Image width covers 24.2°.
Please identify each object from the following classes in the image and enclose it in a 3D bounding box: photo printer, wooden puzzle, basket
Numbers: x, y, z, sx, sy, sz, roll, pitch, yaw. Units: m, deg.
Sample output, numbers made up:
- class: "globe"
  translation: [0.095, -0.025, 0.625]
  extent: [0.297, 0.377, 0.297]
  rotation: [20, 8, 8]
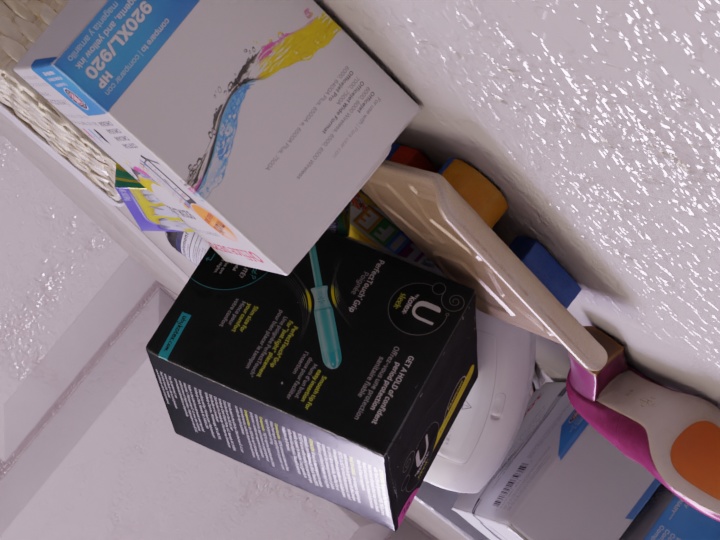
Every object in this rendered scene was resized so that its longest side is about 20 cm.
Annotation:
- class: "photo printer"
  translation: [0.041, 0.078, 1.353]
  extent: [0.198, 0.168, 0.069]
  rotation: [20, -162, 18]
- class: "wooden puzzle"
  translation: [0.079, -0.024, 1.169]
  extent: [0.185, 0.046, 0.200]
  rotation: [45, 174, -26]
- class: "basket"
  translation: [-0.239, -0.173, 1.436]
  extent: [0.200, 0.136, 0.123]
  rotation: [40, 169, -1]

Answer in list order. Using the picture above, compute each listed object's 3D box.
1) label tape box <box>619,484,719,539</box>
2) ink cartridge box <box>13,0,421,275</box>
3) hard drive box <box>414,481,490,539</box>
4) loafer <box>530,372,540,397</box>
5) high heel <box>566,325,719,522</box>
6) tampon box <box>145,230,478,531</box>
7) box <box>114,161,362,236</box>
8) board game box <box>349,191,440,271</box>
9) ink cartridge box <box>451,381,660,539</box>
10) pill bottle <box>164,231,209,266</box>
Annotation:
- class: "label tape box"
  translation: [0.241, 0.219, 1.338]
  extent: [0.066, 0.144, 0.200]
  rotation: [39, 171, -5]
- class: "ink cartridge box"
  translation: [-0.094, -0.117, 1.083]
  extent: [0.200, 0.145, 0.147]
  rotation: [42, 170, -20]
- class: "hard drive box"
  translation: [0.054, 0.162, 1.564]
  extent: [0.200, 0.077, 0.156]
  rotation: [39, 179, -34]
- class: "loafer"
  translation: [0.123, 0.112, 1.560]
  extent: [0.072, 0.063, 0.200]
  rotation: [38, 171, 13]
- class: "high heel"
  translation: [0.218, 0.128, 1.207]
  extent: [0.200, 0.067, 0.096]
  rotation: [40, 163, 35]
- class: "tampon box"
  translation: [-0.030, 0.069, 1.240]
  extent: [0.198, 0.151, 0.127]
  rotation: [22, 152, 18]
- class: "box"
  translation: [-0.083, -0.064, 1.304]
  extent: [0.198, 0.049, 0.117]
  rotation: [-1, 164, 4]
- class: "board game box"
  translation: [0.000, 0.000, 1.443]
  extent: [0.199, 0.034, 0.135]
  rotation: [38, 145, 10]
- class: "ink cartridge box"
  translation: [0.170, 0.173, 1.403]
  extent: [0.084, 0.145, 0.200]
  rotation: [39, 171, -5]
- class: "pill bottle"
  translation: [-0.121, -0.043, 1.651]
  extent: [0.199, 0.112, 0.112]
  rotation: [38, 171, 17]
